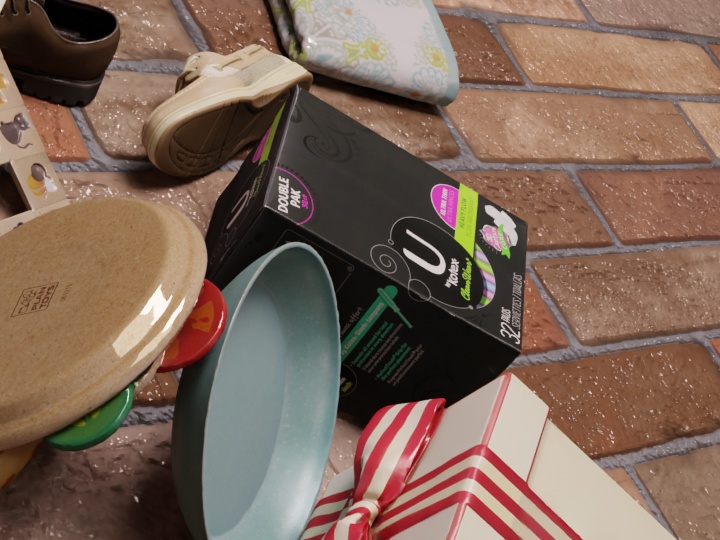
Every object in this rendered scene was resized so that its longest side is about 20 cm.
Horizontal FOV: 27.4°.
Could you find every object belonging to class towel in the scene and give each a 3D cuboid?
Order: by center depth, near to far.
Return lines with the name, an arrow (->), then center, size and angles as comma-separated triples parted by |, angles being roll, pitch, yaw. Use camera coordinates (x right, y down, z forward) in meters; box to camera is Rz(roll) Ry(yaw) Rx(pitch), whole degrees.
towel -> -0.009, -0.238, 1.322 | 0.170, 0.048, 0.201 | 7, 48, -33

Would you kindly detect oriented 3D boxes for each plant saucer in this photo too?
plant saucer -> -0.062, 0.082, 0.856 | 0.036, 0.202, 0.200 | 8, 31, 19

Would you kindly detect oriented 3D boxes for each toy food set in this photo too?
toy food set -> -0.166, 0.033, 0.803 | 0.201, 0.196, 0.049 | -100, 165, -55

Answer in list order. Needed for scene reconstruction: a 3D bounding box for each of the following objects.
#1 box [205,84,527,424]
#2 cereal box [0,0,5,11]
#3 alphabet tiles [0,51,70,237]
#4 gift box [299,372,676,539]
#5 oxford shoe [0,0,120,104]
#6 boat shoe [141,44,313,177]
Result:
box -> 0.000, 0.000, 1.013 | 0.199, 0.125, 0.149 | 29, 36, -14
cereal box -> -0.288, -0.170, 0.876 | 0.144, 0.039, 0.201 | 42, 43, -31
alphabet tiles -> -0.264, -0.086, 0.899 | 0.167, 0.008, 0.202 | -27, 93, -54
gift box -> 0.043, 0.193, 0.805 | 0.187, 0.200, 0.185 | 44, 36, -14
oxford shoe -> -0.256, -0.176, 1.002 | 0.198, 0.085, 0.073 | 4, 51, -37
boat shoe -> -0.109, -0.126, 1.097 | 0.065, 0.072, 0.200 | 37, 33, 11
